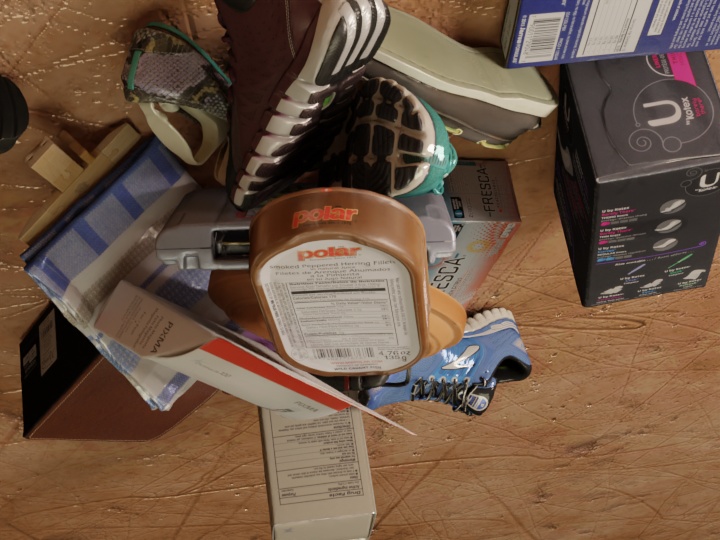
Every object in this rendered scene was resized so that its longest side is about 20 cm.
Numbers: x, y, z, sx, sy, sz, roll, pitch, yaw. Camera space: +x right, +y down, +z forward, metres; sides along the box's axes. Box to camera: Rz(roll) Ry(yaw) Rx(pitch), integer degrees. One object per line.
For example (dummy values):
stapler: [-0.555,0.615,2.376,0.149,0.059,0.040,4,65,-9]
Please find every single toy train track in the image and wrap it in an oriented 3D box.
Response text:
toy train track: [-0.204,-0.056,0.917,0.115,0.033,0.200,-47,156,-4]

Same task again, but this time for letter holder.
letter holder: [-0.207,0.073,1.087,0.142,0.101,0.200,9,146,-33]

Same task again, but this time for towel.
towel: [-0.158,0.008,0.936,0.147,0.024,0.200,-45,134,-13]

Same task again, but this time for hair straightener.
hair straightener: [-0.031,0.089,1.059,0.200,0.041,0.077,-9,174,38]

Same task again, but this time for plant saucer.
plant saucer: [-0.019,0.035,0.917,0.200,0.032,0.200,9,164,3]

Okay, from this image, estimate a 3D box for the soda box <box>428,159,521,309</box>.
soda box: [0.072,-0.016,1.045,0.068,0.064,0.200,0,149,-17]

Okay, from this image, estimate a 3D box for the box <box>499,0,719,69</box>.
box: [0.200,-0.191,0.799,0.200,0.032,0.121,-5,151,-5]

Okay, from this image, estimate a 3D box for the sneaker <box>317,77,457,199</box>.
sneaker: [0.027,-0.081,0.788,0.080,0.078,0.200,8,-177,-12]

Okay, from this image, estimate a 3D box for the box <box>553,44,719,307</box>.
box: [0.214,-0.073,0.922,0.106,0.122,0.200,-10,152,3]

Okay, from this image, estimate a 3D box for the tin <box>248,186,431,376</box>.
tin: [-0.010,0.015,0.781,0.112,0.042,0.200,-6,149,4]

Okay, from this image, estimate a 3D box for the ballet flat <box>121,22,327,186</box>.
ballet flat: [-0.095,-0.098,0.839,0.072,0.072,0.200,-25,146,26]

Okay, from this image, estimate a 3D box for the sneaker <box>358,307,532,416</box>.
sneaker: [0.090,0.101,1.183,0.200,0.089,0.079,-16,149,-27]

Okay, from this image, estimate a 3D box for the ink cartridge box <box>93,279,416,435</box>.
ink cartridge box: [-0.080,0.080,0.881,0.163,0.200,0.057,31,89,-45]

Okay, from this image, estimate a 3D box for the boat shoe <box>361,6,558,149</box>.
boat shoe: [0.050,-0.127,0.823,0.201,0.072,0.061,12,134,-37]

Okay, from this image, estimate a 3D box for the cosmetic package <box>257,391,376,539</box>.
cosmetic package: [-0.049,0.168,1.195,0.103,0.200,0.087,-4,150,-6]

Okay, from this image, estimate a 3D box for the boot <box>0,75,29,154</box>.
boot: [-0.342,-0.080,0.790,0.211,0.079,0.158,14,143,-37]

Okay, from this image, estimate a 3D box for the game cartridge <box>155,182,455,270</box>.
game cartridge: [-0.037,-0.034,0.848,0.200,0.041,0.133,-2,-168,0]

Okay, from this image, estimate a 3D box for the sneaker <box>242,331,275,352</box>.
sneaker: [-0.028,0.060,1.101,0.114,0.073,0.200,0,165,45]

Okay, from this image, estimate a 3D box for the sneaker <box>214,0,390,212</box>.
sneaker: [-0.062,-0.133,0.755,0.076,0.116,0.200,-33,166,-41]
